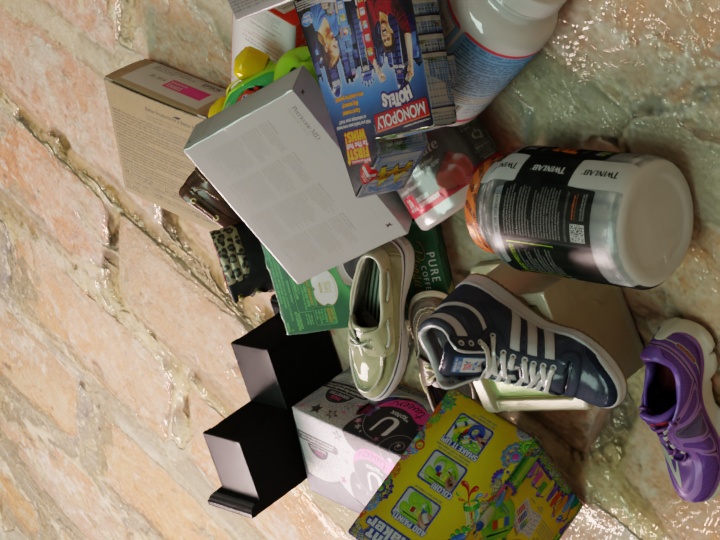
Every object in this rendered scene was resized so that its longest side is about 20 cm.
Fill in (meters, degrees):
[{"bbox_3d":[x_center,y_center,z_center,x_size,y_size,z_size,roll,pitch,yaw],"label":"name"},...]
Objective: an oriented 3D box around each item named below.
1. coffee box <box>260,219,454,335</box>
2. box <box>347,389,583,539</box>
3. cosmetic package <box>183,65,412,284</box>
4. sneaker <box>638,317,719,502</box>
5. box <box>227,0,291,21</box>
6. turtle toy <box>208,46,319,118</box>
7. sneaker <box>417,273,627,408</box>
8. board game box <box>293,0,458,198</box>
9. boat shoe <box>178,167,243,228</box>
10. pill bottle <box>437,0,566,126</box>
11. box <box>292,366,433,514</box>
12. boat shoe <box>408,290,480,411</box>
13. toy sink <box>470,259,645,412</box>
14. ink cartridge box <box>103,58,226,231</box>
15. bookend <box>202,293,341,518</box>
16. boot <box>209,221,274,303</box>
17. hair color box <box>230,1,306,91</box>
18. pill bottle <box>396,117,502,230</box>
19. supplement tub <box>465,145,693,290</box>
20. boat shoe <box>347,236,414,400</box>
[{"bbox_3d":[0.000,0.000,1.786,0.198,0.044,0.124,-9,115,16],"label":"coffee box"},{"bbox_3d":[0.118,0.267,1.741,0.122,0.193,0.200,30,166,33],"label":"box"},{"bbox_3d":[-0.061,-0.094,1.660,0.150,0.052,0.200,-23,120,32],"label":"cosmetic package"},{"bbox_3d":[0.304,0.144,1.578,0.080,0.083,0.201,12,126,46],"label":"sneaker"},{"bbox_3d":[-0.035,-0.325,1.528,0.112,0.199,0.102,-7,109,54],"label":"box"},{"bbox_3d":[-0.081,-0.164,1.710,0.145,0.101,0.200,26,131,-8],"label":"turtle toy"},{"bbox_3d":[0.146,0.087,1.522,0.199,0.108,0.070,33,136,25],"label":"sneaker"},{"bbox_3d":[0.027,-0.174,1.498,0.199,0.061,0.202,-4,98,59],"label":"board game box"},{"bbox_3d":[-0.131,-0.051,1.916,0.200,0.070,0.070,44,178,-22],"label":"boat shoe"},{"bbox_3d":[0.114,-0.227,1.500,0.109,0.108,0.200,53,145,6],"label":"pill bottle"},{"bbox_3d":[0.029,0.217,1.943,0.199,0.114,0.133,18,130,42],"label":"box"},{"bbox_3d":[0.097,0.110,1.783,0.071,0.060,0.201,-7,129,15],"label":"boat shoe"},{"bbox_3d":[0.170,0.065,1.655,0.199,0.112,0.131,-6,112,52],"label":"toy sink"},{"bbox_3d":[-0.217,-0.154,1.994,0.199,0.075,0.166,25,133,38],"label":"ink cartridge box"},{"bbox_3d":[-0.120,0.167,2.013,0.092,0.199,0.200,7,122,47],"label":"bookend"},{"bbox_3d":[-0.076,0.015,1.873,0.073,0.153,0.205,-145,34,-76],"label":"boot"},{"bbox_3d":[-0.091,-0.218,1.801,0.101,0.061,0.201,34,138,29],"label":"hair color box"},{"bbox_3d":[0.056,-0.151,1.629,0.201,0.110,0.111,57,145,0],"label":"pill bottle"},{"bbox_3d":[0.201,-0.053,1.517,0.199,0.122,0.123,10,124,46],"label":"supplement tub"},{"bbox_3d":[0.011,0.054,1.740,0.072,0.062,0.202,22,121,31],"label":"boat shoe"}]
